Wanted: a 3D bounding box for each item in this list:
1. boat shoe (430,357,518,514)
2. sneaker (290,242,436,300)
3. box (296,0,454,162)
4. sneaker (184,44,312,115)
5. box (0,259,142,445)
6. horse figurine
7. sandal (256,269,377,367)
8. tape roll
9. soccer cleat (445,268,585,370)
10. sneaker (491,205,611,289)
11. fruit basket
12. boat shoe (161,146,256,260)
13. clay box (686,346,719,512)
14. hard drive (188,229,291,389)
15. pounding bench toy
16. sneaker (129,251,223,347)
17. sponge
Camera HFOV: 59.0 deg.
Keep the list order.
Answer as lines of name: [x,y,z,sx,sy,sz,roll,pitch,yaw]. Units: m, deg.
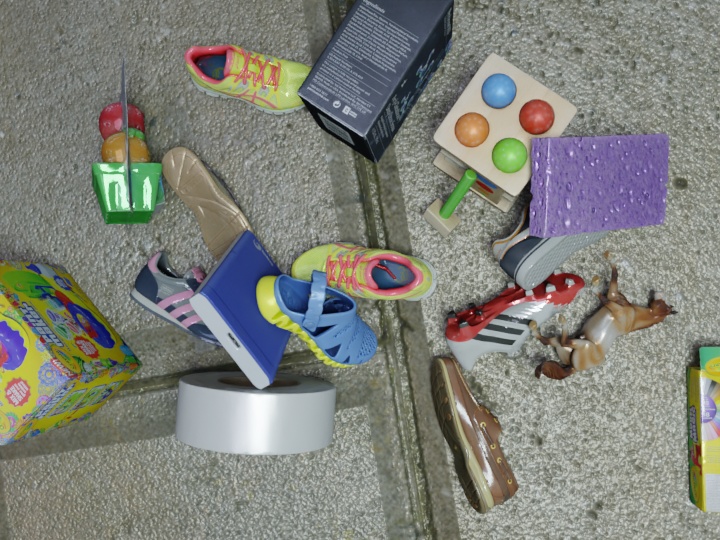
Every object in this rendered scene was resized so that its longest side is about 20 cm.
boat shoe: [0.147,0.208,0.834,0.067,0.072,0.202,-16,80,-14]
sneaker: [0.000,0.000,0.843,0.198,0.090,0.079,1,89,9]
box: [0.026,-0.265,0.832,0.107,0.148,0.201,33,92,8]
sneaker: [-0.155,-0.272,0.886,0.198,0.090,0.079,7,86,7]
box: [-0.436,0.101,0.852,0.122,0.193,0.200,-43,83,3]
horse figurine: [0.297,0.073,0.811,0.200,0.050,0.133,-45,119,-1]
sandal: [-0.037,0.061,0.808,0.087,0.200,0.080,-24,49,29]
tape roll: [-0.129,0.174,0.804,0.200,0.202,0.072,3,87,8]
soccer cleat: [0.205,0.064,0.836,0.198,0.069,0.086,-24,116,-7]
sneaker: [0.258,-0.062,0.822,0.199,0.079,0.079,-33,50,-13]
fruit basket: [-0.315,-0.167,0.870,0.093,0.185,0.203,3,82,-22]
boat shoe: [-0.200,-0.085,0.895,0.072,0.065,0.201,-32,101,13]
clay box: [0.477,0.197,0.796,0.113,0.048,0.203,0,86,8]
hard drive: [-0.133,0.040,0.793,0.025,0.200,0.132,-30,107,16]
pounding bench toy: [0.154,-0.137,0.803,0.124,0.156,0.201,35,92,8]
sneaker: [-0.225,0.043,0.888,0.198,0.070,0.083,26,93,7]
sponge: [0.287,-0.104,0.755,0.198,0.030,0.113,-7,101,-26]
